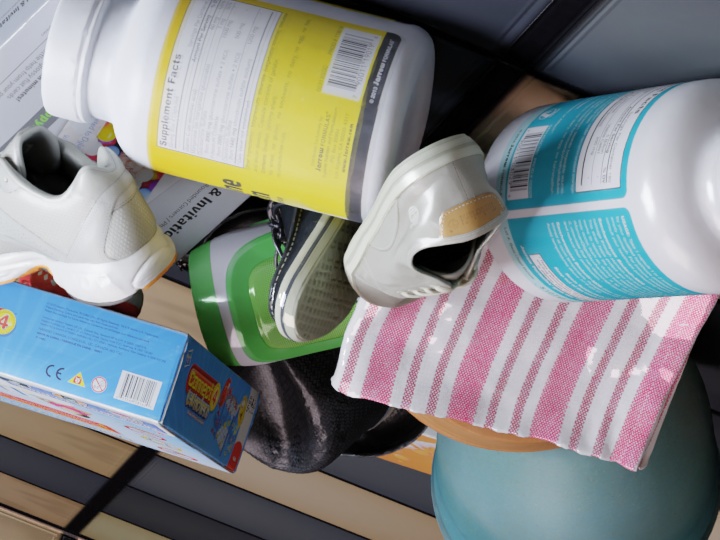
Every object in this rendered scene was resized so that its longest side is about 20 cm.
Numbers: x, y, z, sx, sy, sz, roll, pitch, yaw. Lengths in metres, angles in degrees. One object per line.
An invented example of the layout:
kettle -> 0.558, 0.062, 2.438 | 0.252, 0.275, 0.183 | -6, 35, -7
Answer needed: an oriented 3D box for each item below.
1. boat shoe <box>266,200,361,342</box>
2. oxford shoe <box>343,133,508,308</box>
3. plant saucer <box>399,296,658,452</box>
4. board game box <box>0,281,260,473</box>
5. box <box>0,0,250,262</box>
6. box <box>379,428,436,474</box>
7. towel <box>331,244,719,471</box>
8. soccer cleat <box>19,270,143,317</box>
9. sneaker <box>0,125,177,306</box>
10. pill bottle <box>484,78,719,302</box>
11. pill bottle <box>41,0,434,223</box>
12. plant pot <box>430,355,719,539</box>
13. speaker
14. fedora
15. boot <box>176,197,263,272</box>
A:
boat shoe -> -0.025, -0.030, 1.579 | 0.062, 0.200, 0.075 | 7, 130, 11
oxford shoe -> 0.037, -0.010, 1.479 | 0.058, 0.075, 0.200 | 60, 164, 13
plant saucer -> 0.101, 0.028, 1.643 | 0.200, 0.200, 0.037 | 25, -154, -15
board game box -> -0.179, 0.056, 1.690 | 0.199, 0.056, 0.196 | 16, 171, 13
box -> -0.150, -0.088, 1.637 | 0.156, 0.041, 0.200 | -40, 132, 21
box -> 0.038, 0.085, 2.055 | 0.199, 0.098, 0.124 | 18, 165, 11
towel -> 0.097, 0.033, 1.608 | 0.199, 0.147, 0.030 | 14, -153, -11
soccer cleat -> -0.176, -0.009, 1.782 | 0.068, 0.085, 0.200 | 21, 179, -16
sneaker -> -0.192, -0.043, 1.562 | 0.199, 0.076, 0.092 | 5, 125, 36
pill bottle -> 0.159, -0.041, 1.447 | 0.111, 0.111, 0.200 | 29, 163, -29
pill bottle -> -0.067, -0.100, 1.509 | 0.199, 0.112, 0.112 | 15, 164, 9
plant pot -> 0.139, 0.097, 1.816 | 0.199, 0.201, 0.188 | 16, 153, 15
speaker -> 0.000, 0.000, 1.692 | 0.199, 0.089, 0.088 | -13, 158, 6
fedora -> -0.042, 0.060, 1.803 | 0.200, 0.092, 0.201 | 15, 132, 18
boot -> -0.074, -0.019, 1.879 | 0.200, 0.077, 0.168 | 15, 169, 42
